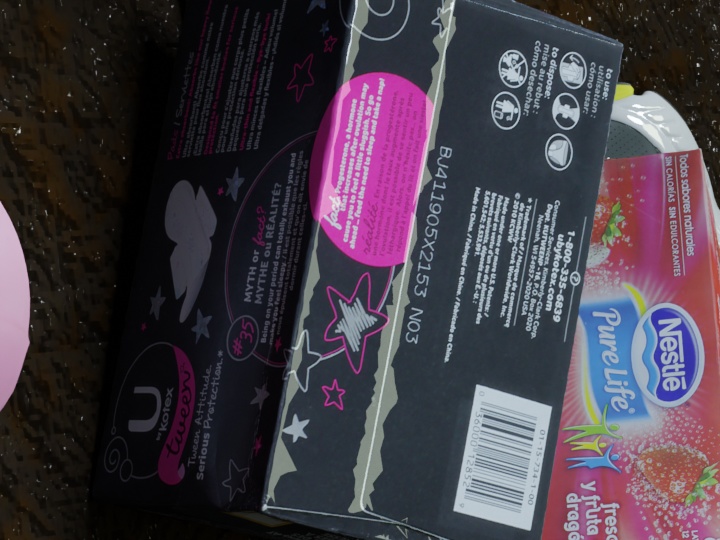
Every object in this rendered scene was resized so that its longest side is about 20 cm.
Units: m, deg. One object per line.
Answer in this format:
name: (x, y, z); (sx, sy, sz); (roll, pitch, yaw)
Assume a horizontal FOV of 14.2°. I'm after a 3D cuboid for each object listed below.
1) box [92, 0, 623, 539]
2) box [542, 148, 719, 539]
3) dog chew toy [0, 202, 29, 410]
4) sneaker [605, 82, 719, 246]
box: (0.000, 0.000, 1.047); (0.132, 0.115, 0.201); (17, 79, -36)
box: (0.107, 0.061, 1.187); (0.100, 0.095, 0.201); (71, 16, -55)
dog chew toy: (-0.168, 0.058, 0.846); (0.124, 0.124, 0.201); (22, 75, -51)
sneaker: (0.141, 0.010, 1.334); (0.200, 0.074, 0.085); (52, 51, -24)
